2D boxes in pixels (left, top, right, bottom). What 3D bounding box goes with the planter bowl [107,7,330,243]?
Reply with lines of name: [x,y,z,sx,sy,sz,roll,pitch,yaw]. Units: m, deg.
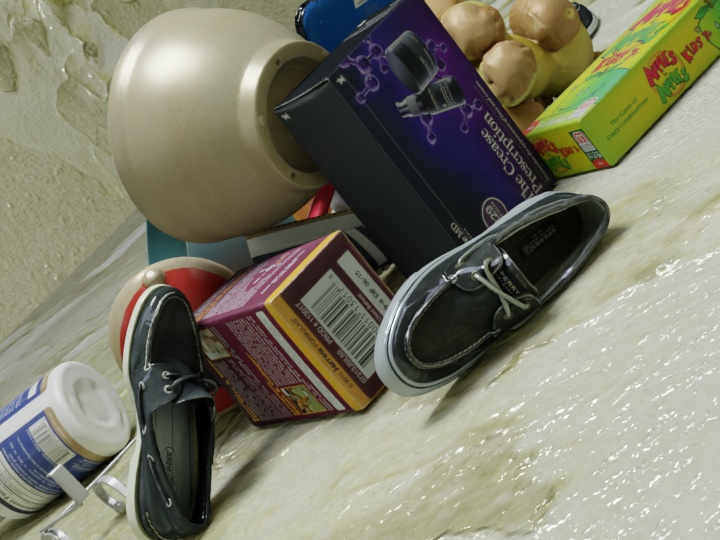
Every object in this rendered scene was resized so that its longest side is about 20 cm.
planter bowl: [-0.089,-0.123,1.233,0.134,0.201,0.200,0,38,41]

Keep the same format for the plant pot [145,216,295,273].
plant pot: [-0.135,-0.012,1.545,0.134,0.201,0.200,-7,2,-19]

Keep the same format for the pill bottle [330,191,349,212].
pill bottle: [0.051,-0.135,1.513,0.200,0.105,0.104,-38,9,-30]

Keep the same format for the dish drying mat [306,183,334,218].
dish drying mat: [-0.056,-0.007,1.414,0.077,0.018,0.201,116,172,-56]

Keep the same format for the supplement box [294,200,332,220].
supplement box: [-0.104,-0.028,1.661,0.200,0.069,0.067,-41,10,33]

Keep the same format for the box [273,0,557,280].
box: [0.048,-0.099,1.190,0.079,0.200,0.141,-21,23,51]

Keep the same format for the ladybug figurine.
ladybug figurine: [-0.147,0.066,1.317,0.135,0.200,0.072,-32,52,-2]

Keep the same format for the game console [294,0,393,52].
game console: [-0.027,-0.199,1.423,0.118,0.171,0.200,2,30,32]

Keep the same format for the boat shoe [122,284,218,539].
boat shoe: [-0.140,0.109,1.149,0.066,0.074,0.200,-6,75,45]

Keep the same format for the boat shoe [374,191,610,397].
boat shoe: [0.089,0.006,1.001,0.200,0.072,0.071,-44,8,-24]

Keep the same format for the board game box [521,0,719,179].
board game box: [0.230,-0.162,1.224,0.200,0.048,0.102,-45,13,-19]

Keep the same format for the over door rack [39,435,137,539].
over door rack: [-0.199,0.172,1.262,0.148,0.067,0.200,-47,-7,-29]

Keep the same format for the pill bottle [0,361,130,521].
pill bottle: [-0.350,0.193,1.581,0.200,0.111,0.111,-36,13,19]

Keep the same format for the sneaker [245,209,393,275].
sneaker: [0.000,0.000,1.337,0.199,0.109,0.070,-13,-3,-25]

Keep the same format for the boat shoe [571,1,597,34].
boat shoe: [0.200,-0.250,1.593,0.075,0.060,0.200,-33,14,32]

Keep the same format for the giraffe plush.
giraffe plush: [0.156,-0.195,1.404,0.162,0.173,0.200,-33,-26,-17]

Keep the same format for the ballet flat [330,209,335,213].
ballet flat: [0.001,-0.082,1.607,0.062,0.067,0.200,-55,1,34]

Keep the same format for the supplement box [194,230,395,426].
supplement box: [-0.051,0.051,1.179,0.086,0.110,0.200,-46,13,-26]
